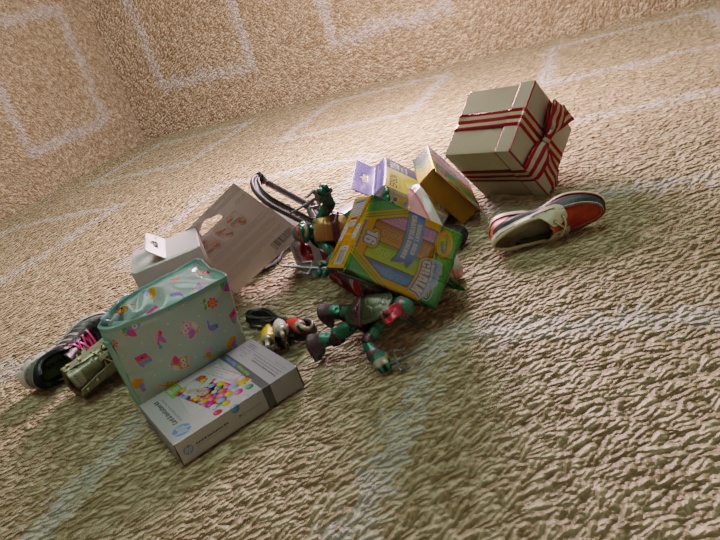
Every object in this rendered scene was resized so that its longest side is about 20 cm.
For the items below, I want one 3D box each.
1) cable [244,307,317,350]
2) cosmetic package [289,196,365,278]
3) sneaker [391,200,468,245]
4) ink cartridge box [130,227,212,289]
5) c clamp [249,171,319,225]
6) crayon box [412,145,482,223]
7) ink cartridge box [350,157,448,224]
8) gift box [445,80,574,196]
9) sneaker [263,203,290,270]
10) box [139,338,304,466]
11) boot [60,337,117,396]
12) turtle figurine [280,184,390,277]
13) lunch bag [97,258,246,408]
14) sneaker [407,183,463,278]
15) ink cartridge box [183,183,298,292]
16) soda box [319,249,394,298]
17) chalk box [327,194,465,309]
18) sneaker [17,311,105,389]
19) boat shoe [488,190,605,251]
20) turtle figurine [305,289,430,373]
[{"bbox_3d":[-0.140,0.082,1.148,0.097,0.051,0.200,-22,24,-16],"label":"cable"},{"bbox_3d":[-0.039,-0.071,1.377,0.199,0.081,0.113,-24,24,-15],"label":"cosmetic package"},{"bbox_3d":[0.092,-0.080,1.250,0.199,0.116,0.075,-14,23,11],"label":"sneaker"},{"bbox_3d":[-0.322,0.026,1.216,0.125,0.201,0.129,-23,24,-10],"label":"ink cartridge box"},{"bbox_3d":[-0.139,-0.136,1.315,0.027,0.200,0.171,-49,43,20],"label":"c clamp"},{"bbox_3d":[0.173,-0.173,1.377,0.052,0.126,0.200,-47,16,18],"label":"crayon box"},{"bbox_3d":[0.083,-0.177,1.417,0.199,0.047,0.198,26,25,-10],"label":"ink cartridge box"},{"bbox_3d":[0.317,-0.258,1.363,0.186,0.200,0.185,6,73,49],"label":"gift box"},{"bbox_3d":[-0.201,-0.071,1.482,0.074,0.088,0.200,-5,27,29],"label":"sneaker"},{"bbox_3d":[-0.204,0.184,0.989,0.200,0.041,0.156,-32,26,-25],"label":"box"},{"bbox_3d":[-0.423,0.138,1.147,0.155,0.072,0.200,-39,1,-36],"label":"boot"},{"bbox_3d":[-0.043,-0.073,1.138,0.199,0.150,0.101,-10,9,2],"label":"turtle figurine"},{"bbox_3d":[-0.295,0.103,1.064,0.200,0.171,0.122,-32,37,-29],"label":"lunch bag"},{"bbox_3d":[0.095,-0.056,1.172,0.104,0.075,0.201,-24,59,6],"label":"sneaker"},{"bbox_3d":[-0.243,-0.067,1.309,0.200,0.176,0.045,-40,36,19],"label":"ink cartridge box"},{"bbox_3d":[0.000,0.000,1.201,0.063,0.070,0.200,-28,26,-16],"label":"soda box"},{"bbox_3d":[0.071,-0.020,1.039,0.199,0.124,0.124,22,-4,-15],"label":"chalk box"},{"bbox_3d":[-0.531,0.154,1.256,0.087,0.074,0.200,9,40,47],"label":"sneaker"},{"bbox_3d":[0.316,-0.079,1.145,0.199,0.071,0.063,-13,30,16],"label":"boat shoe"},{"bbox_3d":[0.018,0.076,0.999,0.199,0.101,0.150,-11,24,31],"label":"turtle figurine"}]
